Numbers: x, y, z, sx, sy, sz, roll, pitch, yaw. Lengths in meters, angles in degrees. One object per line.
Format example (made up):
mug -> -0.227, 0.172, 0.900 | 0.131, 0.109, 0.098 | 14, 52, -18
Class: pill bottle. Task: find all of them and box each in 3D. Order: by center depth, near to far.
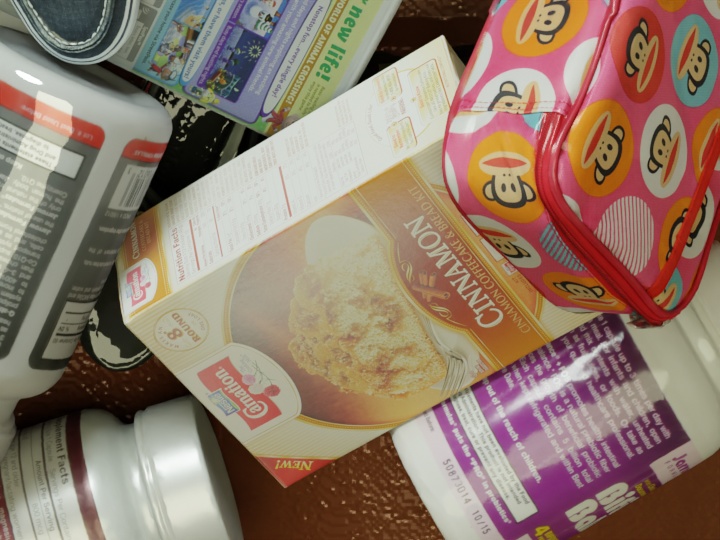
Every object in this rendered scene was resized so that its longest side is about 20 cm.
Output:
pill bottle -> -0.181, -0.009, 1.186 | 0.115, 0.116, 0.201 | 24, 99, -9
pill bottle -> 0.123, 0.070, 1.274 | 0.199, 0.112, 0.113 | -31, 105, 6
pill bottle -> -0.168, 0.139, 1.278 | 0.198, 0.114, 0.115 | -17, 106, 1

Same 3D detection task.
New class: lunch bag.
lunch bag -> 0.130, -0.080, 1.160 | 0.176, 0.081, 0.201 | 44, 61, -45

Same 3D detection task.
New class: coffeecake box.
coffeecake box -> 0.000, 0.000, 1.218 | 0.199, 0.073, 0.154 | -29, 131, 14

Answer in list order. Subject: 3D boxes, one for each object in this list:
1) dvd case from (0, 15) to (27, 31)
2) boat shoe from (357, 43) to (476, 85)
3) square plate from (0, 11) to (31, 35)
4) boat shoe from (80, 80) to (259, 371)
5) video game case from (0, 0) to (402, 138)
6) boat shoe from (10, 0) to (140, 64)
dvd case -> -0.241, -0.133, 1.247 | 0.198, 0.025, 0.152 | 8, 105, -6
boat shoe -> 0.054, -0.073, 1.263 | 0.198, 0.072, 0.077 | 0, 120, 4
square plate -> -0.226, -0.156, 1.167 | 0.199, 0.028, 0.199 | 9, 114, -39
boat shoe -> -0.103, -0.036, 1.262 | 0.073, 0.063, 0.203 | 19, 105, -11
video game case -> -0.058, -0.175, 1.162 | 0.181, 0.022, 0.201 | 25, 115, -12
boat shoe -> -0.147, -0.176, 1.098 | 0.070, 0.091, 0.202 | -6, 117, 5
